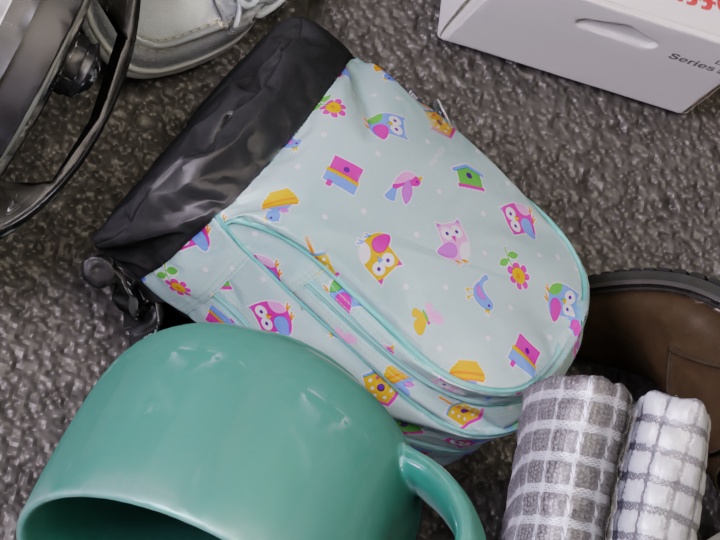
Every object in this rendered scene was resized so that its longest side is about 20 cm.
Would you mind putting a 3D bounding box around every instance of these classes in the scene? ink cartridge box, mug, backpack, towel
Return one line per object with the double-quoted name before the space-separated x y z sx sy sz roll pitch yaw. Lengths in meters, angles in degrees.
"ink cartridge box" 0.125 -0.197 1.368 0.145 0.084 0.201 15 65 -17
"mug" -0.037 0.102 1.144 0.184 0.152 0.115 26 57 2
"backpack" 0.000 0.000 1.218 0.200 0.127 0.167 43 57 -7
"towel" 0.088 0.140 1.155 0.085 0.200 0.167 10 77 2

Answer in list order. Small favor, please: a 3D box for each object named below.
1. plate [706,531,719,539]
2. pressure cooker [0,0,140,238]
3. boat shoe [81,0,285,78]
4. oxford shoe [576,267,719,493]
"plate" 0.237 0.188 1.239 0.199 0.032 0.200 -35 88 8
"pressure cooker" -0.193 -0.109 1.142 0.199 0.176 0.179 27 29 -14
"boat shoe" -0.048 -0.161 1.292 0.201 0.065 0.075 -34 86 -29
"oxford shoe" 0.161 0.053 1.249 0.085 0.199 0.073 -59 138 -14
